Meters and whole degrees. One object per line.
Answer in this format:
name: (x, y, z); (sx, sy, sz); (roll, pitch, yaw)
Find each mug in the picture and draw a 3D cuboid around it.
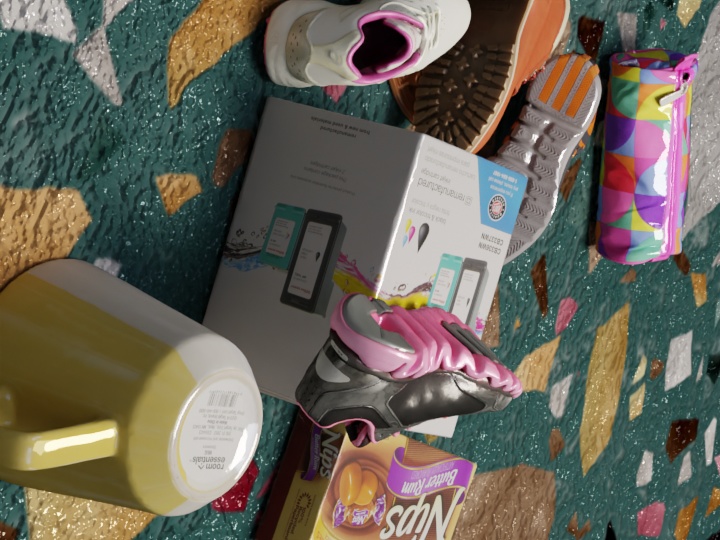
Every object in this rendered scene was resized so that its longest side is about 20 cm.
mug: (-0.155, 0.094, 1.163); (0.187, 0.153, 0.150); (-47, 136, -33)

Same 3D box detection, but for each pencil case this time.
pencil case: (0.260, -0.105, 1.710); (0.088, 0.088, 0.201); (-22, 120, -48)

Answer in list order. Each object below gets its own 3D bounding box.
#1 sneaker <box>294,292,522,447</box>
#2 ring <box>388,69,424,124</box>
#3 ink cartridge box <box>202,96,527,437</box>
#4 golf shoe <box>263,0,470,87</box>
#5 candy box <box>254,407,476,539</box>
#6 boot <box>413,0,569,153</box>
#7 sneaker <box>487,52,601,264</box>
sneaker: (0.029, 0.076, 1.243); (0.200, 0.079, 0.096); (16, 113, -51)
ring: (0.085, -0.205, 1.491); (0.200, 0.019, 0.201); (-22, 119, -48)
ink cartridge box: (0.000, 0.000, 1.342); (0.146, 0.146, 0.201); (15, 91, -54)
golf shoe: (0.023, -0.165, 1.352); (0.200, 0.091, 0.076); (-21, 117, -43)
candy box: (0.008, 0.184, 1.498); (0.200, 0.056, 0.117); (28, 79, -52)
boot: (0.110, -0.161, 1.469); (0.107, 0.075, 0.201); (43, 66, -56)
sneaker: (0.148, -0.087, 1.570); (0.200, 0.077, 0.112); (-57, 171, 11)
